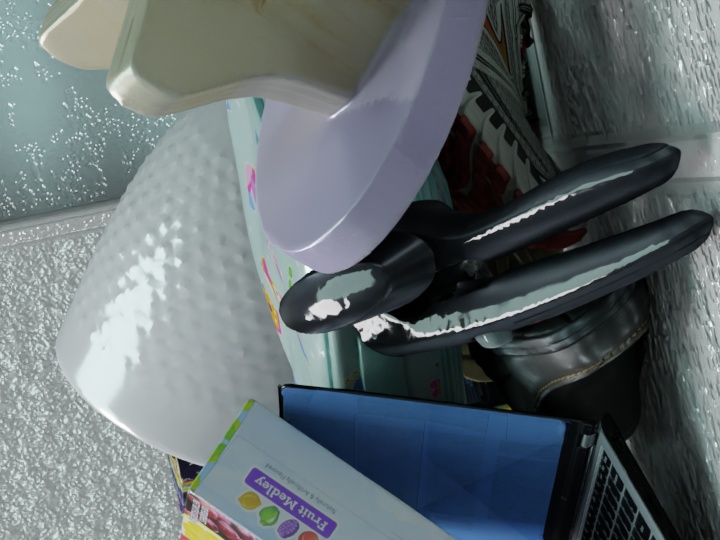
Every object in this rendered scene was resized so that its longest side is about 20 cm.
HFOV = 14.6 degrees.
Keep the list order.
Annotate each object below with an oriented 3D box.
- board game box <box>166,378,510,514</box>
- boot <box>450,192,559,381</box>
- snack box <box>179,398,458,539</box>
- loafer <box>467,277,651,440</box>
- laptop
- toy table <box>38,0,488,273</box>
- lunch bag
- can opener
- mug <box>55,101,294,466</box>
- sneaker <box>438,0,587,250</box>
[{"bbox_3d":[-0.015,0.086,1.632,0.165,0.199,0.057,101,156,-78],"label":"board game box"},{"bbox_3d":[0.052,-0.042,1.435,0.200,0.066,0.176,-143,51,-82],"label":"boot"},{"bbox_3d":[0.017,0.148,1.185,0.199,0.053,0.142,34,161,6],"label":"snack box"},{"bbox_3d":[0.095,0.038,1.171,0.073,0.073,0.200,57,177,1],"label":"loafer"},{"bbox_3d":[0.062,0.140,1.185,0.201,0.115,0.187,61,169,21],"label":"laptop"},{"bbox_3d":[-0.031,-0.109,1.098,0.184,0.117,0.201,-43,28,31],"label":"toy table"},{"bbox_3d":[0.000,0.000,1.248,0.201,0.077,0.161,82,169,-47],"label":"lunch bag"},{"bbox_3d":[0.057,-0.002,1.073,0.199,0.079,0.064,-15,110,45],"label":"can opener"},{"bbox_3d":[-0.051,-0.014,1.482,0.176,0.147,0.200,-64,-11,21],"label":"mug"},{"bbox_3d":[0.052,-0.102,1.259,0.201,0.082,0.078,63,165,4],"label":"sneaker"}]
